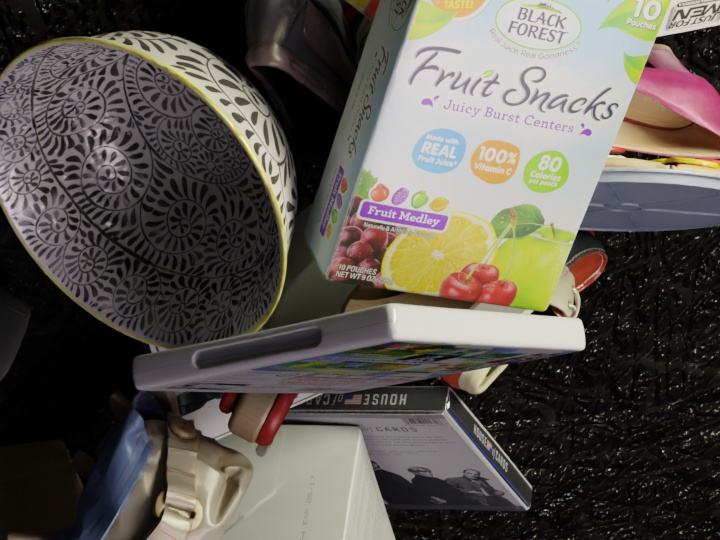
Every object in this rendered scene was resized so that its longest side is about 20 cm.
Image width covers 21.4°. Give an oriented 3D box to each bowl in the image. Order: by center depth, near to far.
[{"bbox_3d":[-0.106,-0.063,1.083,0.094,0.199,0.202,-50,160,-44],"label":"bowl"}]

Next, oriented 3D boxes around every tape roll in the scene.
[{"bbox_3d":[0.032,0.001,1.190,0.201,0.037,0.203,-16,149,-10],"label":"tape roll"}]

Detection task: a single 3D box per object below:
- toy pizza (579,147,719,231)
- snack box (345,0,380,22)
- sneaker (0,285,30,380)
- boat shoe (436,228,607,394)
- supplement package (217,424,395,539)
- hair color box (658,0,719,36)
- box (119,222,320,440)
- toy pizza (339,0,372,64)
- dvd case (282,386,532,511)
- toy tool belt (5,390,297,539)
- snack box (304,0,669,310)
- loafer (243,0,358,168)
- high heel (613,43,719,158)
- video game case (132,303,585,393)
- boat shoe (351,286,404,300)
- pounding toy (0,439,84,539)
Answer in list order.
[{"bbox_3d":[0.177,-0.057,1.284,0.198,0.032,0.200,2,172,0],"label":"toy pizza"},{"bbox_3d":[0.060,-0.222,1.040,0.142,0.053,0.200,35,111,-17],"label":"snack box"},{"bbox_3d":[-0.292,0.073,1.151,0.200,0.075,0.106,-42,138,11],"label":"sneaker"},{"bbox_3d":[0.117,0.028,1.345,0.199,0.062,0.072,-28,142,-42],"label":"boat shoe"},{"bbox_3d":[-0.063,0.228,1.368,0.149,0.153,0.201,0,143,13],"label":"supplement package"},{"bbox_3d":[0.209,-0.242,1.159,0.101,0.061,0.201,-12,137,-22],"label":"hair color box"},{"bbox_3d":[-0.090,0.020,1.242,0.116,0.060,0.201,-22,141,-11],"label":"box"},{"bbox_3d":[0.068,-0.141,1.148,0.198,0.032,0.201,-6,130,-7],"label":"toy pizza"},{"bbox_3d":[0.027,0.132,1.394,0.149,0.025,0.200,-2,153,22],"label":"dvd case"},{"bbox_3d":[-0.136,0.129,1.197,0.201,0.122,0.125,-62,179,8],"label":"toy tool belt"},{"bbox_3d":[0.066,-0.082,1.040,0.141,0.053,0.201,8,118,-23],"label":"snack box"},{"bbox_3d":[-0.022,-0.091,1.103,0.071,0.063,0.200,1,149,23],"label":"loafer"},{"bbox_3d":[0.148,-0.099,1.242,0.198,0.096,0.068,-4,135,-30],"label":"high heel"},{"bbox_3d":[0.002,0.047,1.085,0.181,0.022,0.199,-12,169,35],"label":"video game case"},{"bbox_3d":[0.000,0.000,1.277,0.071,0.065,0.201,-12,141,-8],"label":"boat shoe"},{"bbox_3d":[-0.258,0.240,1.301,0.183,0.143,0.201,-5,134,-29],"label":"pounding toy"}]
